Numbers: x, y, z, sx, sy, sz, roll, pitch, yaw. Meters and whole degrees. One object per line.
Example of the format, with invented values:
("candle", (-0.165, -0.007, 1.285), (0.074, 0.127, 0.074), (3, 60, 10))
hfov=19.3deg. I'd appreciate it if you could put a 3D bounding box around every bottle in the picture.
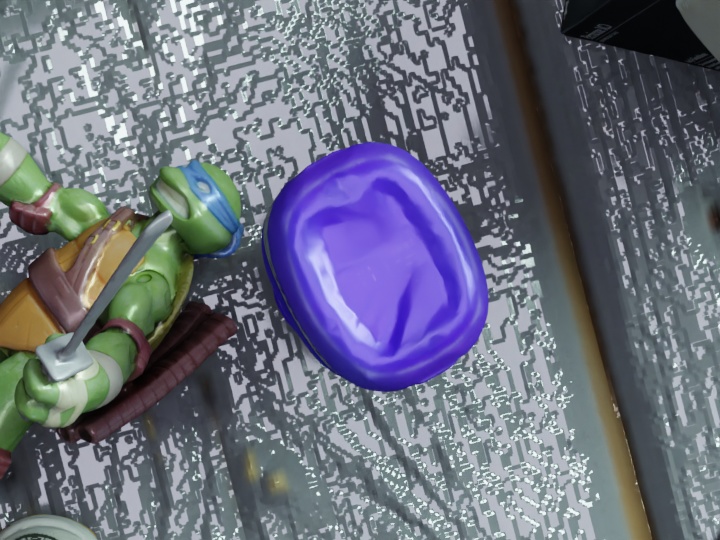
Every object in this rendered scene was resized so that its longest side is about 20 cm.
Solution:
("bottle", (0.000, 0.000, 0.790), (0.065, 0.200, 0.084), (-29, 92, -4))

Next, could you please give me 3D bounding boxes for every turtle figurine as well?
("turtle figurine", (-0.147, 0.009, 0.801), (0.194, 0.200, 0.144), (-46, 77, 5))

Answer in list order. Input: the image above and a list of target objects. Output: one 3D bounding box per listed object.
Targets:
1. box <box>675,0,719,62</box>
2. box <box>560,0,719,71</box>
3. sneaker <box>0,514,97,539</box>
("box", (0.192, -0.126, 0.630), (0.200, 0.082, 0.068), (-42, 91, -4))
("box", (0.166, -0.122, 0.803), (0.140, 0.200, 0.080), (11, 88, -5))
("sneaker", (-0.119, 0.200, 0.836), (0.075, 0.088, 0.202), (-13, 92, -6))
